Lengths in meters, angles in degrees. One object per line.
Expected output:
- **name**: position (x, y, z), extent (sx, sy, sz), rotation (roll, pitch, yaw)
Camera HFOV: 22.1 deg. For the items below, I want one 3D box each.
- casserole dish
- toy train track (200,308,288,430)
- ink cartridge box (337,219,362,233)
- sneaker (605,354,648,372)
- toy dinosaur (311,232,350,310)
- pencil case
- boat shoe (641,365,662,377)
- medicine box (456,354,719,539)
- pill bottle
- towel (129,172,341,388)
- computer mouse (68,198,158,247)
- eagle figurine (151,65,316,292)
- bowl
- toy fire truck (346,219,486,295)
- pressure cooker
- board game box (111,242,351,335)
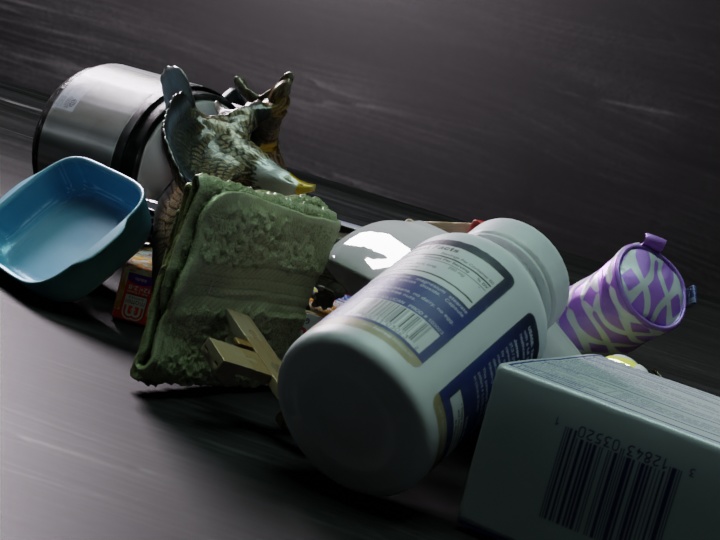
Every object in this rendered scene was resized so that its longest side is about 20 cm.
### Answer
- **casserole dish**: position (-0.234, -0.030, 1.468), extent (0.200, 0.121, 0.039), rotation (24, -28, 56)
- **toy train track**: position (-0.037, 0.086, 1.234), extent (0.199, 0.033, 0.115), rotation (21, 24, -47)
- **ink cartridge box**: position (0.013, 0.012, 1.716), extent (0.199, 0.095, 0.044), rotation (16, 7, 0)
- **sneaker**: position (0.152, 0.102, 1.450), extent (0.104, 0.076, 0.200), rotation (4, -2, -16)
- **toy dinosaur**: position (0.000, 0.000, 1.477), extent (0.199, 0.077, 0.102), rotation (12, 16, -18)
- **pencil case**: position (0.187, 0.041, 1.565), extent (0.084, 0.086, 0.200), rotation (16, -31, -33)
- **boat shoe**: position (0.227, 0.111, 1.525), extent (0.073, 0.067, 0.200), rotation (13, 6, -17)
- **medicine box**: position (0.185, 0.129, 1.135), extent (0.181, 0.104, 0.200), rotation (19, 7, 24)
- **pill bottle**: position (0.048, 0.045, 1.144), extent (0.111, 0.112, 0.200), rotation (20, 36, 29)
- **towel**: position (-0.083, 0.013, 1.271), extent (0.036, 0.149, 0.200), rotation (21, 5, 25)
- **computer mouse**: position (-0.183, -0.054, 1.556), extent (0.140, 0.046, 0.199), rotation (-29, 14, -40)
- **eagle figurine**: position (-0.108, -0.065, 1.385), extent (0.150, 0.200, 0.152), rotation (-14, -59, 41)
- **bowl**: position (0.083, 0.044, 1.354), extent (0.200, 0.075, 0.199), rotation (49, -10, -30)
- **toy fire truck**: position (0.047, 0.009, 1.619), extent (0.199, 0.142, 0.049), rotation (21, 8, 36)
- **pressure cooker**: position (-0.201, -0.102, 1.793), extent (0.199, 0.177, 0.178), rotation (17, 9, 40)
- **board game box**: position (-0.100, 0.029, 1.514), extent (0.199, 0.047, 0.152), rotation (15, 7, -6)
